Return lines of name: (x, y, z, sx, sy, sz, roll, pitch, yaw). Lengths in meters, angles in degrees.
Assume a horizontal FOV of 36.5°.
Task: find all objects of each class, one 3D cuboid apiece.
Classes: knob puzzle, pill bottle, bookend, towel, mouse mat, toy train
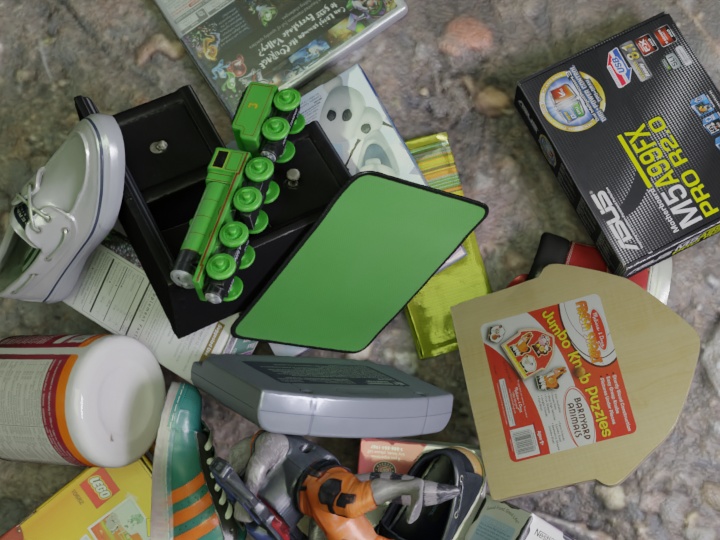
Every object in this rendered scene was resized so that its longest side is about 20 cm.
knob puzzle: (0.190, 0.088, 0.929, 0.217, 0.030, 0.222, -6, 66, 15)
pill bottle: (-0.275, 0.111, 0.945, 0.198, 0.109, 0.111, -3, 84, 33)
bookend: (-0.108, -0.080, 0.922, 0.198, 0.092, 0.200, -23, 64, -17)
towel: (0.067, -0.025, 1.021, 0.085, 0.018, 0.202, -16, 85, 2)
mouse mat: (0.000, 0.000, 0.915, 0.200, 0.160, 0.008, -50, 50, 28)
toy train: (-0.093, -0.064, 0.838, 0.056, 0.042, 0.202, 11, 59, 13)

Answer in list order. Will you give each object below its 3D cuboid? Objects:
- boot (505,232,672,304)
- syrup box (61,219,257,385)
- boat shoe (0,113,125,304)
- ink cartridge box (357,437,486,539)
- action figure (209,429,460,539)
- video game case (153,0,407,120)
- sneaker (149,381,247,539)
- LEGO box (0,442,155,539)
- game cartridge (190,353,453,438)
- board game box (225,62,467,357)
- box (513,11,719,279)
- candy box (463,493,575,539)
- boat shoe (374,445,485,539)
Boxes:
boot: (0.195, 0.070, 0.984, 0.142, 0.072, 0.203, 9, 78, 3)
syrup box: (-0.188, 0.020, 0.977, 0.199, 0.079, 0.082, 29, 101, 13)
boat shoe: (-0.246, -0.040, 0.873, 0.074, 0.066, 0.201, 54, 133, 29)
ink cartridge box: (0.048, 0.254, 0.974, 0.115, 0.068, 0.203, 6, 84, 3)
action figure: (-0.025, 0.186, 0.851, 0.192, 0.201, 0.105, 19, 61, 27)
video game case: (-0.085, -0.266, 1.046, 0.199, 0.023, 0.183, -34, 84, -1)
sneaker: (-0.133, 0.192, 0.907, 0.079, 0.071, 0.203, 2, 99, -6)
LEGO box: (-0.199, 0.268, 0.978, 0.148, 0.077, 0.201, -38, 85, -2)
game cartridge: (-0.026, 0.104, 0.910, 0.198, 0.132, 0.041, 6, 94, -37)
board game box: (-0.035, -0.050, 1.004, 0.199, 0.043, 0.201, -30, 84, 7)
box: (0.253, -0.113, 0.980, 0.159, 0.044, 0.202, -25, 72, -6)
candy box: (0.137, 0.319, 0.916, 0.167, 0.071, 0.202, 34, 78, -24)
boat shoe: (0.037, 0.233, 0.901, 0.074, 0.062, 0.201, 26, 84, 31)
